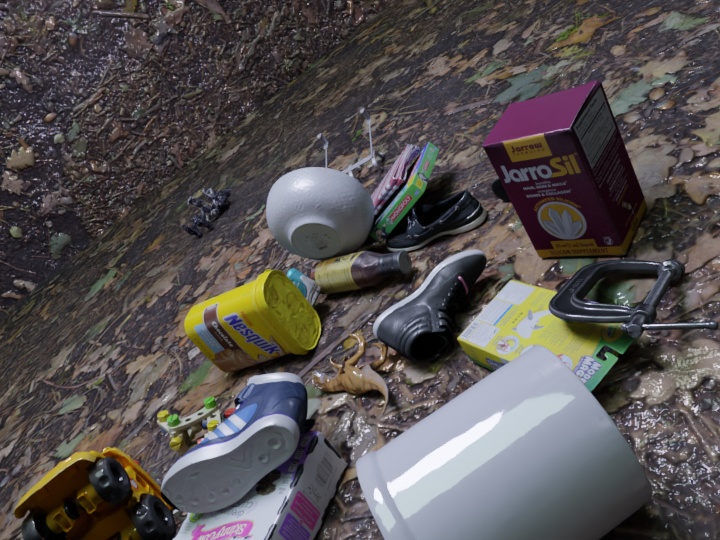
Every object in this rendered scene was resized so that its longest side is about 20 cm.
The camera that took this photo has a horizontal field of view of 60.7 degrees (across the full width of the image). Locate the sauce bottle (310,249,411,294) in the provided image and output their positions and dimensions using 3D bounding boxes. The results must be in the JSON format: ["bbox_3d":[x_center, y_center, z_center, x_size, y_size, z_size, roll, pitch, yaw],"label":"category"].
[{"bbox_3d":[0.000,0.000,1.077,0.198,0.066,0.066,-11,37,37],"label":"sauce bottle"}]

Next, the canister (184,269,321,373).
[{"bbox_3d":[-0.188,0.095,1.059,0.198,0.149,0.087,-21,31,31],"label":"canister"}]

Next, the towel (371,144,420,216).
[{"bbox_3d":[0.043,-0.143,1.200,0.200,0.030,0.147,-52,8,39],"label":"towel"}]

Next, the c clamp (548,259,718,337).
[{"bbox_3d":[0.300,0.026,0.672,0.169,0.027,0.200,-4,19,35],"label":"c clamp"}]

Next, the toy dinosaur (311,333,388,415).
[{"bbox_3d":[0.006,0.150,0.867,0.199,0.060,0.107,-8,58,55],"label":"toy dinosaur"}]

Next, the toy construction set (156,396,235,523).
[{"bbox_3d":[-0.232,0.264,0.907,0.129,0.093,0.200,-15,33,-12],"label":"toy construction set"}]

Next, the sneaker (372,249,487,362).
[{"bbox_3d":[0.119,0.055,0.860,0.199,0.071,0.099,-38,38,-7],"label":"sneaker"}]

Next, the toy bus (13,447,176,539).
[{"bbox_3d":[-0.351,0.319,0.860,0.135,0.201,0.192,-36,20,-2],"label":"toy bus"}]

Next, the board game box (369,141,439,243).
[{"bbox_3d":[0.086,-0.150,1.156,0.135,0.029,0.201,-51,8,33],"label":"board game box"}]

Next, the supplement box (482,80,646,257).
[{"bbox_3d":[0.271,-0.123,0.806,0.130,0.201,0.104,-1,43,49],"label":"supplement box"}]

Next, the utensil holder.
[{"bbox_3d":[0.123,0.188,0.544,0.199,0.171,0.170,-34,28,-1],"label":"utensil holder"}]

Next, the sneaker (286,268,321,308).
[{"bbox_3d":[-0.150,0.052,1.132,0.199,0.080,0.078,-33,20,43],"label":"sneaker"}]

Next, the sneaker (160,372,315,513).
[{"bbox_3d":[-0.150,0.205,0.779,0.199,0.081,0.147,-33,18,13],"label":"sneaker"}]

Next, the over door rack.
[{"bbox_3d":[-0.022,-0.285,1.512,0.146,0.067,0.202,-26,50,20],"label":"over door rack"}]

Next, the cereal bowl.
[{"bbox_3d":[-0.075,-0.084,1.102,0.198,0.200,0.084,-21,44,27],"label":"cereal bowl"}]

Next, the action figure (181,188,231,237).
[{"bbox_3d":[-0.467,-0.201,1.876,0.118,0.102,0.201,-29,28,38],"label":"action figure"}]

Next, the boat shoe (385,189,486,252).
[{"bbox_3d":[0.118,-0.089,1.073,0.198,0.066,0.075,-14,36,37],"label":"boat shoe"}]

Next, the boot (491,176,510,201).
[{"bbox_3d":[0.316,-0.201,1.014,0.199,0.069,0.175,-4,42,49],"label":"boot"}]

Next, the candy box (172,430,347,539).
[{"bbox_3d":[-0.131,0.302,0.755,0.166,0.072,0.201,-13,35,37],"label":"candy box"}]

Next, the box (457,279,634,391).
[{"bbox_3d":[0.220,0.081,0.720,0.117,0.049,0.199,-44,26,-15],"label":"box"}]
